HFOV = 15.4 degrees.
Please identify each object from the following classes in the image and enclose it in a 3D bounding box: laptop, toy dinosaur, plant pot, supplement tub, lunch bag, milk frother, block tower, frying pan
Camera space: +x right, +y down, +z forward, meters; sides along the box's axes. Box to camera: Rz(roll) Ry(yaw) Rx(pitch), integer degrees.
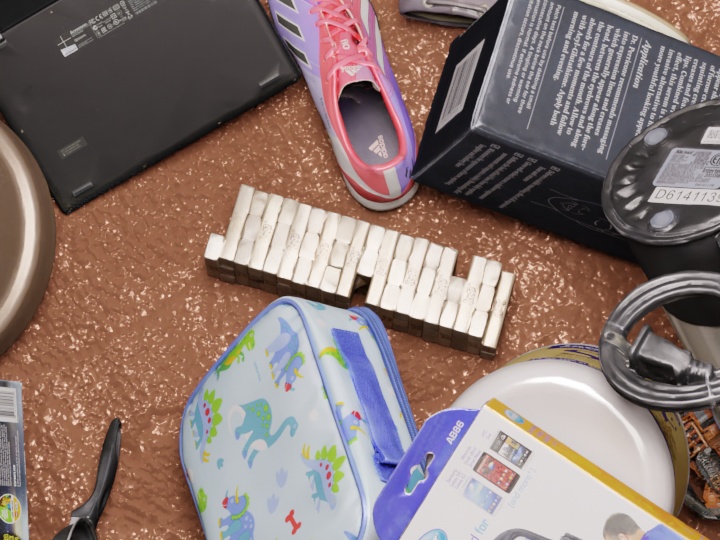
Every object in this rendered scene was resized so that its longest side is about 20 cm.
[{"bbox_3d":[-0.170,-0.180,1.798,0.187,0.116,0.200,-29,105,5],"label":"laptop"},{"bbox_3d":[0.272,0.113,1.710,0.200,0.102,0.136,34,93,-10],"label":"toy dinosaur"},{"bbox_3d":[-0.307,-0.032,1.679,0.199,0.175,0.201,-1,81,8],"label":"plant pot"},{"bbox_3d":[0.121,0.119,1.582,0.145,0.200,0.146,1,93,11],"label":"supplement tub"},{"bbox_3d":[-0.029,0.126,1.639,0.082,0.161,0.201,10,44,-35],"label":"lunch bag"},{"bbox_3d":[0.219,0.040,1.538,0.200,0.188,0.180,-44,37,-16],"label":"milk frother"},{"bbox_3d":[0.000,0.000,1.745,0.199,0.054,0.058,15,75,4],"label":"block tower"},{"bbox_3d":[-0.179,0.176,1.671,0.031,0.115,0.191,-2,75,8],"label":"frying pan"}]

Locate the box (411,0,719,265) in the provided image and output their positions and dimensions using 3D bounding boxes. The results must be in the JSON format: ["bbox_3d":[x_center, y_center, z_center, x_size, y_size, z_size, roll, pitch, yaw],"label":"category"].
[{"bbox_3d":[0.154,-0.087,1.696,0.199,0.148,0.108,21,75,-10],"label":"box"}]

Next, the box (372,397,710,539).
[{"bbox_3d":[0.103,0.162,1.465,0.200,0.041,0.119,32,99,5],"label":"box"}]

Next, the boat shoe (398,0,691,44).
[{"bbox_3d":[0.121,-0.167,1.783,0.199,0.072,0.065,20,88,3],"label":"boat shoe"}]

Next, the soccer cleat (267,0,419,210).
[{"bbox_3d":[-0.010,-0.140,1.771,0.068,0.073,0.201,-20,77,-5],"label":"soccer cleat"}]

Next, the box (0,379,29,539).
[{"bbox_3d":[-0.262,0.179,1.665,0.040,0.137,0.201,9,70,-42],"label":"box"}]
